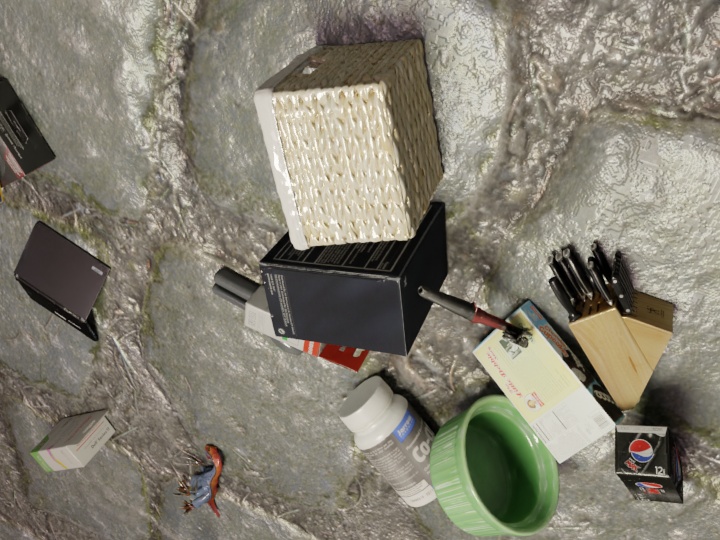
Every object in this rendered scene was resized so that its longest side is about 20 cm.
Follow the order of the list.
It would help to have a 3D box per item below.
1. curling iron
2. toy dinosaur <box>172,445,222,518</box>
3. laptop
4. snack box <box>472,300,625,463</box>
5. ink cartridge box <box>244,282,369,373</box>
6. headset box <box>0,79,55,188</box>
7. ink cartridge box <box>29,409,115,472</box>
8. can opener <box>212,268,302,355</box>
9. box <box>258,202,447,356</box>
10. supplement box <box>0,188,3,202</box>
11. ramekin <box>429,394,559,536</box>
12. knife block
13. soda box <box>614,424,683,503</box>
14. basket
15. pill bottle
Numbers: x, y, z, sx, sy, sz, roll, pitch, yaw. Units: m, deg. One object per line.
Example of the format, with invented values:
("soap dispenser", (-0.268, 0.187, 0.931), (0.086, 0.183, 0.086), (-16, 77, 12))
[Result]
("curling iron", (0.153, 0.057, 0.882), (0.197, 0.026, 0.049), (27, 180, -28))
("toy dinosaur", (-0.340, 0.458, 1.498), (0.180, 0.107, 0.198), (-35, 140, 25))
("laptop", (-0.585, 0.028, 1.355), (0.175, 0.104, 0.201), (32, 155, 4))
("snack box", (0.261, 0.158, 0.957), (0.201, 0.037, 0.117), (52, 131, 13))
("ink cartridge box", (-0.072, 0.074, 1.062), (0.196, 0.109, 0.051), (21, 129, 12))
("headset box", (-0.637, -0.223, 1.171), (0.197, 0.077, 0.151), (-12, 115, 34))
("ink cartridge box", (-0.651, 0.393, 1.557), (0.197, 0.118, 0.068), (-17, 114, 34))
("can opener", (-0.167, 0.065, 1.138), (0.197, 0.067, 0.053), (31, 131, 11))
("box", (0.000, 0.000, 0.918), (0.194, 0.201, 0.126), (5, 123, 23))
("supplement box", (-0.673, -0.191, 1.090), (0.107, 0.110, 0.203), (20, 128, 14))
("ramekin", (0.198, 0.301, 1.026), (0.200, 0.201, 0.097), (45, 137, -8))
("knife block", (0.312, 0.071, 0.897), (0.172, 0.064, 0.203), (19, 128, 15))
("soda box", (0.397, 0.267, 0.923), (0.069, 0.065, 0.200), (-4, 153, 28))
("basket", (-0.004, -0.160, 0.821), (0.157, 0.199, 0.204), (-2, 120, 22))
("pill bottle", (0.060, 0.283, 1.131), (0.113, 0.114, 0.201), (-31, 105, 37))
